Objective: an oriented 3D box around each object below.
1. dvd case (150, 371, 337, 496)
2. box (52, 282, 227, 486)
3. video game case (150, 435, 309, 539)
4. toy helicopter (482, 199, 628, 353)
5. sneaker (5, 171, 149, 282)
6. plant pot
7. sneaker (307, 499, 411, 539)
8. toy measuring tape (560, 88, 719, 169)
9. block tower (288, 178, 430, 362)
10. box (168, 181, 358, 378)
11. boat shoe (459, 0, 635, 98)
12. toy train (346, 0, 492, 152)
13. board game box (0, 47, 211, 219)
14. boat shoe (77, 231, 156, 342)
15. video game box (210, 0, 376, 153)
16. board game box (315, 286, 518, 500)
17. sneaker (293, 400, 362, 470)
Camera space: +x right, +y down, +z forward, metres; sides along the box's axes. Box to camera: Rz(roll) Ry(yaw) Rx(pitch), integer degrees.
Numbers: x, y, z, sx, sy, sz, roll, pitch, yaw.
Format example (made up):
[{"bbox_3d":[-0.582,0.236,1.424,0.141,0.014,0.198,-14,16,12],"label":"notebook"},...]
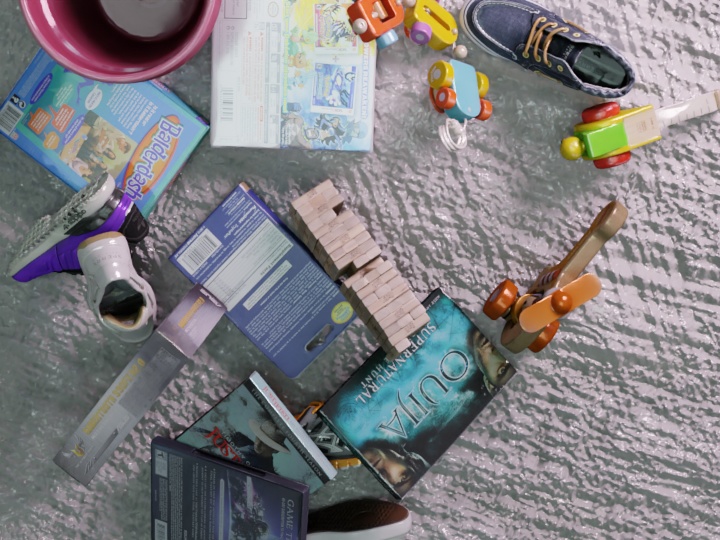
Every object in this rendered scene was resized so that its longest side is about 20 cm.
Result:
[{"bbox_3d":[-0.136,0.222,1.401,0.200,0.022,0.146,-39,90,32],"label":"dvd case"},{"bbox_3d":[-0.238,0.121,1.350,0.048,0.159,0.200,39,109,-4],"label":"box"},{"bbox_3d":[-0.152,0.280,1.410,0.198,0.019,0.145,14,116,20],"label":"video game case"},{"bbox_3d":[0.220,0.008,1.342,0.079,0.132,0.201,37,99,-5],"label":"toy helicopter"},{"bbox_3d":[-0.307,-0.020,1.362,0.199,0.070,0.099,-30,119,36],"label":"sneaker"},{"bbox_3d":[-0.234,-0.295,1.277,0.197,0.179,0.203,0,100,1],"label":"plant pot"},{"bbox_3d":[-0.029,0.325,1.446,0.197,0.073,0.086,-14,108,13],"label":"sneaker"},{"bbox_3d":[0.300,-0.160,1.356,0.198,0.073,0.074,-21,100,-18],"label":"toy measuring tape"},{"bbox_3d":[0.000,0.000,1.357,0.057,0.054,0.201,-32,81,-15],"label":"block tower"},{"bbox_3d":[-0.106,0.014,1.404,0.121,0.032,0.200,-44,95,9],"label":"box"},{"bbox_3d":[0.201,-0.243,1.317,0.198,0.091,0.072,23,100,-2],"label":"boat shoe"},{"bbox_3d":[0.057,-0.221,1.315,0.055,0.150,0.201,-21,106,45],"label":"toy train"},{"bbox_3d":[-0.286,-0.161,1.371,0.199,0.045,0.153,38,99,-5],"label":"board game box"},{"bbox_3d":[-0.258,0.038,1.336,0.070,0.201,0.070,-21,62,-6],"label":"boat shoe"},{"bbox_3d":[-0.071,-0.233,1.351,0.180,0.047,0.203,3,100,3],"label":"video game box"},{"bbox_3d":[0.065,0.136,1.378,0.135,0.028,0.200,46,74,-3],"label":"board game box"},{"bbox_3d":[-0.033,0.184,1.412,0.197,0.078,0.078,-14,95,5],"label":"sneaker"}]
